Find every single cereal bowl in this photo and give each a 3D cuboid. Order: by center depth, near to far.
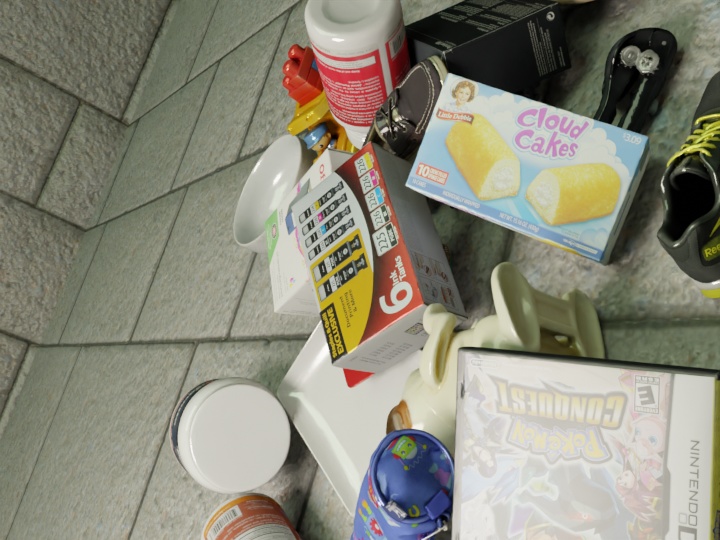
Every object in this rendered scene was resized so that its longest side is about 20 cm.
[{"bbox_3d":[-0.124,-0.115,1.321,0.199,0.082,0.203,-39,37,37],"label":"cereal bowl"}]

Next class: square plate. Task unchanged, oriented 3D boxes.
[{"bbox_3d":[0.000,0.137,0.924,0.200,0.028,0.201,-57,49,20],"label":"square plate"}]

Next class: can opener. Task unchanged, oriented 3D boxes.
[{"bbox_3d":[0.248,-0.142,0.786,0.062,0.078,0.203,22,89,22],"label":"can opener"}]

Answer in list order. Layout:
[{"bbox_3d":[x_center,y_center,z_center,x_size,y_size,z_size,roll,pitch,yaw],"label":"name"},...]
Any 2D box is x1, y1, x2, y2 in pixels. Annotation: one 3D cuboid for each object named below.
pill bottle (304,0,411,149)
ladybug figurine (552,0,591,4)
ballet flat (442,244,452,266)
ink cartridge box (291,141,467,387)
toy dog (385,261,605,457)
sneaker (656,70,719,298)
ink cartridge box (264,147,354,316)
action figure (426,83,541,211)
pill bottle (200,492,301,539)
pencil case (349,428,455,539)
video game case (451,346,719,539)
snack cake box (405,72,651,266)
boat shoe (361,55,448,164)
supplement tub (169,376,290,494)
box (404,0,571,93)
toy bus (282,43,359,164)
[{"bbox_3d":[0.006,-0.241,0.970,0.110,0.201,0.114,-5,57,8],"label":"pill bottle"},{"bbox_3d":[0.242,-0.361,0.904,0.135,0.072,0.200,-39,35,-8],"label":"ladybug figurine"},{"bbox_3d":[0.029,0.039,0.973,0.201,0.065,0.071,-51,27,19],"label":"ballet flat"},{"bbox_3d":[0.000,0.000,0.877,0.175,0.083,0.203,-36,56,29],"label":"ink cartridge box"},{"bbox_3d":[0.115,0.116,0.733,0.199,0.138,0.198,-35,59,42],"label":"toy dog"},{"bbox_3d":[0.285,-0.084,0.639,0.074,0.084,0.204,-16,54,51],"label":"sneaker"},{"bbox_3d":[-0.047,-0.045,1.083,0.199,0.086,0.148,-38,53,48],"label":"ink cartridge box"},{"bbox_3d":[0.159,-0.142,0.916,0.191,0.106,0.200,-11,28,48],"label":"action figure"},{"bbox_3d":[-0.103,0.346,0.898,0.114,0.111,0.200,-61,30,3],"label":"pill bottle"},{"bbox_3d":[0.037,0.221,0.718,0.087,0.077,0.202,51,152,28],"label":"pencil case"},{"bbox_3d":[0.157,0.156,0.587,0.197,0.025,0.185,2,90,37],"label":"video game case"},{"bbox_3d":[0.156,-0.096,0.756,0.197,0.067,0.117,23,96,23],"label":"snack cake box"},{"bbox_3d":[0.047,-0.165,0.915,0.200,0.064,0.073,127,124,-65],"label":"boat shoe"},{"bbox_3d":[-0.170,0.210,1.041,0.143,0.138,0.200,-71,14,-14],"label":"supplement tub"},{"bbox_3d":[0.135,-0.260,0.945,0.139,0.080,0.200,-22,26,-5],"label":"box"},{"bbox_3d":[-0.043,-0.230,1.176,0.135,0.190,0.204,-15,56,50],"label":"toy bus"}]
